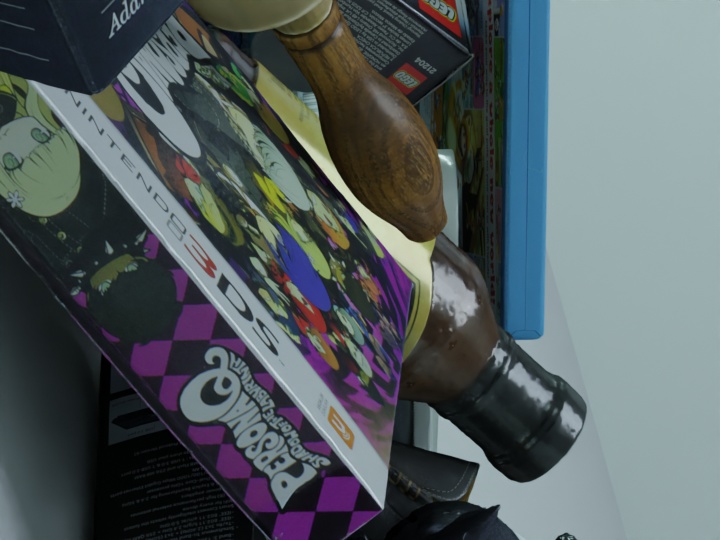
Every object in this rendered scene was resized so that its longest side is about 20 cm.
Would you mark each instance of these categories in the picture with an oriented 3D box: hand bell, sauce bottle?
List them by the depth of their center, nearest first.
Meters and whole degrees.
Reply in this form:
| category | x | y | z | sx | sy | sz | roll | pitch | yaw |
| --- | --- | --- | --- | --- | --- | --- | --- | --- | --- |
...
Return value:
| category | x | y | z | sx | sy | sz | roll | pitch | yaw |
| --- | --- | --- | --- | --- | --- | --- | --- | --- | --- |
| hand bell | -0.013 | -0.072 | 0.851 | 0.200 | 0.104 | 0.105 | 57 | 19 | -46 |
| sauce bottle | 0.000 | 0.000 | 0.976 | 0.200 | 0.065 | 0.065 | 40 | 22 | -20 |

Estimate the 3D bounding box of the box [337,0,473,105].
| category | x | y | z | sx | sy | sz | roll | pitch | yaw |
| --- | --- | --- | --- | --- | --- | --- | --- | --- | --- |
| box | -0.044 | -0.152 | 1.002 | 0.200 | 0.035 | 0.110 | 33 | 33 | -33 |

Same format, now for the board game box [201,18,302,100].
| category | x | y | z | sx | sy | sz | roll | pitch | yaw |
| --- | --- | --- | --- | --- | --- | --- | --- | --- | --- |
| board game box | -0.072 | -0.178 | 1.168 | 0.200 | 0.043 | 0.200 | -93 | 167 | -55 |

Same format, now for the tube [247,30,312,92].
| category | x | y | z | sx | sy | sz | roll | pitch | yaw |
| --- | --- | --- | --- | --- | --- | --- | --- | --- | --- |
| tube | -0.029 | -0.162 | 1.121 | 0.077 | 0.050 | 0.201 | 50 | 24 | -47 |

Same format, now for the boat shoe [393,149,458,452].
| category | x | y | z | sx | sy | sz | roll | pitch | yaw |
| --- | --- | --- | --- | --- | --- | --- | --- | --- | --- |
| boat shoe | 0.003 | 0.037 | 1.083 | 0.076 | 0.060 | 0.201 | -91 | -177 | -58 |

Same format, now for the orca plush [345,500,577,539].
| category | x | y | z | sx | sy | sz | roll | pitch | yaw |
| --- | --- | --- | --- | --- | --- | --- | --- | --- | --- |
| orca plush | 0.007 | 0.107 | 0.843 | 0.071 | 0.106 | 0.200 | 31 | -3 | 19 |

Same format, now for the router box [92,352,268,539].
| category | x | y | z | sx | sy | sz | roll | pitch | yaw |
| --- | --- | --- | --- | --- | --- | --- | --- | --- | --- |
| router box | -0.028 | 0.140 | 0.861 | 0.158 | 0.052 | 0.201 | -94 | 168 | -51 |

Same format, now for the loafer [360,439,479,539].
| category | x | y | z | sx | sy | sz | roll | pitch | yaw |
| --- | --- | --- | --- | --- | --- | --- | --- | --- | --- |
| loafer | 0.014 | 0.092 | 1.011 | 0.200 | 0.072 | 0.073 | 55 | -8 | 7 |

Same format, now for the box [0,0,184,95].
| category | x | y | z | sx | sy | sz | roll | pitch | yaw |
| --- | --- | --- | --- | --- | --- | --- | --- | --- | --- |
| box | -0.065 | -0.177 | 0.612 | 0.200 | 0.104 | 0.183 | -52 | 140 | -27 |

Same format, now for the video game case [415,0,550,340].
| category | x | y | z | sx | sy | sz | roll | pitch | yaw |
| --- | --- | --- | --- | --- | --- | --- | --- | --- | --- |
| video game case | 0.037 | -0.061 | 1.102 | 0.200 | 0.018 | 0.144 | -144 | -126 | -73 |

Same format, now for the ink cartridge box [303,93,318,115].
| category | x | y | z | sx | sy | sz | roll | pitch | yaw |
| --- | --- | --- | --- | --- | --- | --- | --- | --- | --- |
| ink cartridge box | 0.000 | 0.004 | 1.264 | 0.200 | 0.050 | 0.163 | 63 | 24 | -48 |

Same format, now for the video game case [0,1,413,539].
| category | x | y | z | sx | sy | sz | roll | pitch | yaw |
| --- | --- | --- | --- | --- | --- | --- | --- | --- | --- |
| video game case | -0.055 | -0.025 | 0.807 | 0.182 | 0.036 | 0.200 | 51 | 13 | -11 |
